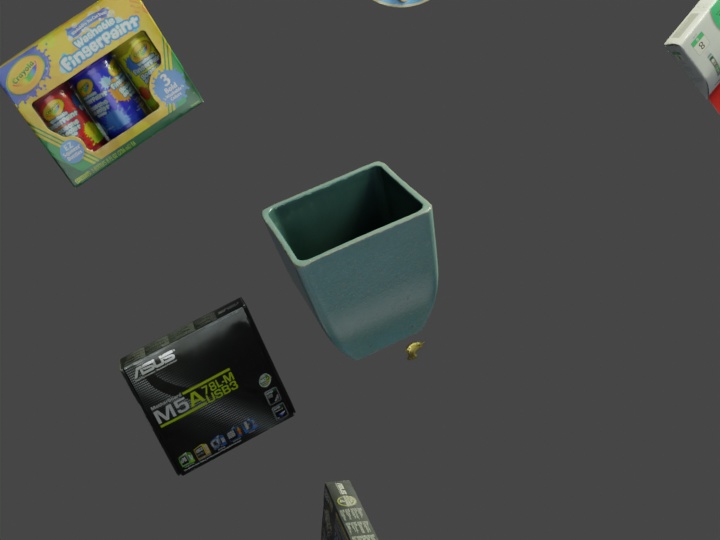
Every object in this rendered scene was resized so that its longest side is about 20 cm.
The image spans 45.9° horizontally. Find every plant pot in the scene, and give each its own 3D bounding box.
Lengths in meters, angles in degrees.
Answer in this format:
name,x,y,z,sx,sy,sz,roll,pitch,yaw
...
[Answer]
name,x,y,z,sx,sy,sz,roll,pitch,yaw
plant pot,0.000,0.000,1.187,0.193,0.197,0.203,-24,121,-10

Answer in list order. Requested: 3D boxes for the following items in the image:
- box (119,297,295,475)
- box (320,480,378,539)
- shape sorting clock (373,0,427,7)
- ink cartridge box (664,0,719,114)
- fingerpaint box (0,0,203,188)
name,x,y,z,sx,sy,sz,roll,pitch,yaw
box,-0.219,0.170,1.236,0.197,0.048,0.196,-26,114,-10
box,-0.018,0.443,1.298,0.048,0.200,0.165,-2,106,-15
shape sorting clock,0.058,-0.461,1.146,0.196,0.039,0.204,-5,107,-16
ink cartridge box,0.597,-0.351,1.351,0.199,0.050,0.162,40,91,-22
fingerpaint box,-0.326,-0.233,1.068,0.198,0.073,0.168,-34,113,-6
